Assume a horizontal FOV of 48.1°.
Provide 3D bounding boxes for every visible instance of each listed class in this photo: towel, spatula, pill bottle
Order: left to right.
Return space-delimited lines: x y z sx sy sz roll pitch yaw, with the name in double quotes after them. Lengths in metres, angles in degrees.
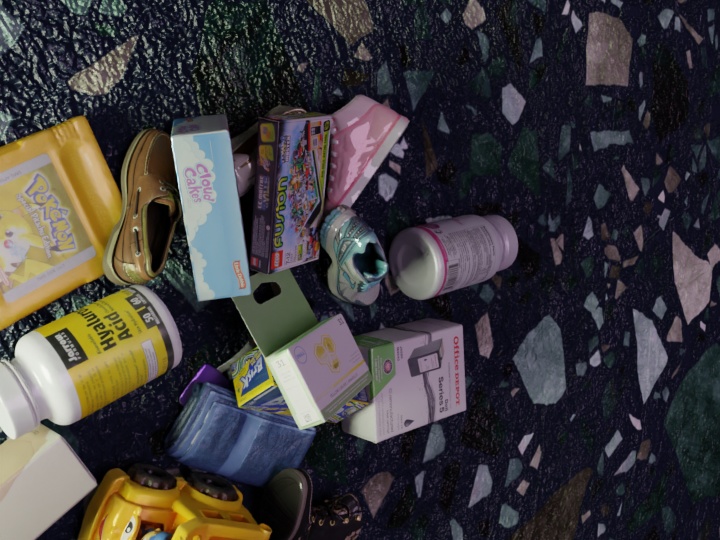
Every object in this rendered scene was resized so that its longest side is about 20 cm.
-0.311 0.103 0.901 0.200 0.111 0.111 -30 113 -35 "pill bottle"
-0.160 0.110 1.078 0.200 0.021 0.057 -48 124 -8 "spatula"
-0.157 0.227 1.080 0.200 0.049 0.112 31 86 -39 "towel"
0.152 -0.028 1.287 0.200 0.113 0.114 -14 104 -39 "pill bottle"

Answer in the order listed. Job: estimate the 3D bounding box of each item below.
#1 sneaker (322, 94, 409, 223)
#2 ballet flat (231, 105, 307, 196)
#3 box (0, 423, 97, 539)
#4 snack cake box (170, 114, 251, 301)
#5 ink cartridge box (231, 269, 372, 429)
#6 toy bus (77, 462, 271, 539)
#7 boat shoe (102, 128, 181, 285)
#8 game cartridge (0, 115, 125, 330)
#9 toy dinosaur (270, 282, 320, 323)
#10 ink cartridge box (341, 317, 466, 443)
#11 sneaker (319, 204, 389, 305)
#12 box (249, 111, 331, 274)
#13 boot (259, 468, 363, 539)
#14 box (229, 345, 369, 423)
-0.026 -0.160 1.155 0.105 0.075 0.200 34 90 -5 "sneaker"
-0.141 -0.152 1.055 0.200 0.062 0.067 -52 123 -24 "ballet flat"
-0.395 0.260 0.858 0.200 0.095 0.078 -43 119 -31 "box"
-0.178 -0.078 0.969 0.067 0.115 0.200 -8 111 -6 "snack cake box"
-0.073 0.085 1.043 0.146 0.048 0.200 -30 95 -60 "ink cartridge box"
-0.207 0.331 0.956 0.200 0.192 0.136 24 88 -38 "toy bus"
-0.240 -0.077 0.948 0.072 0.068 0.200 29 61 -52 "boat shoe"
-0.359 -0.055 0.896 0.200 0.032 0.176 -34 116 -33 "game cartridge"
-0.092 0.066 1.137 0.200 0.060 0.106 47 50 -22 "toy dinosaur"
0.068 0.164 1.252 0.200 0.084 0.146 -11 101 -40 "ink cartridge box"
0.000 0.000 1.144 0.078 0.086 0.200 -44 147 -17 "sneaker"
-0.092 -0.102 1.057 0.110 0.035 0.200 -21 123 -52 "box"
-0.066 0.349 1.144 0.150 0.073 0.200 -9 119 -42 "boot"
-0.080 0.156 1.096 0.200 0.070 0.064 22 41 -49 "box"
